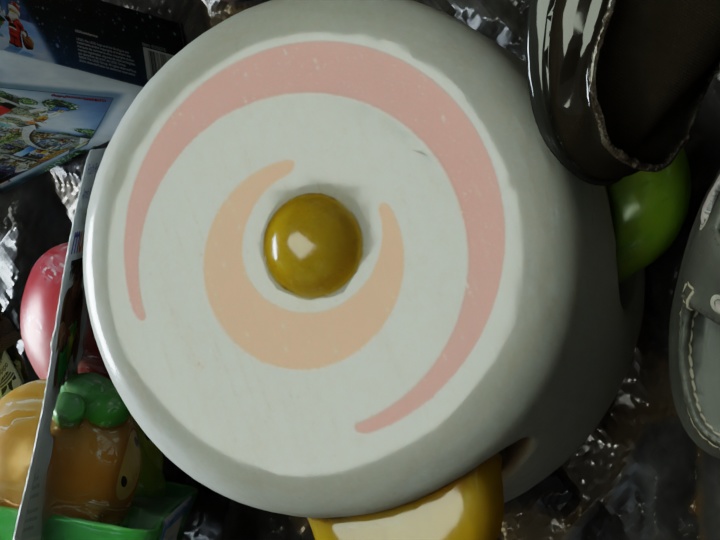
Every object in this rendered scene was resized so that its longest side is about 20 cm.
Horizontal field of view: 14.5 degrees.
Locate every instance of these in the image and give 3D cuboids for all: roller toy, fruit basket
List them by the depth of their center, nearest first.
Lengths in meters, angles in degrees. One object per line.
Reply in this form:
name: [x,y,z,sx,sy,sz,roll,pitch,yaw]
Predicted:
roller toy: [0.000,0.000,1.002,0.182,0.140,0.200,26,93,19]
fruit basket: [-0.101,0.051,1.103,0.094,0.185,0.200,16,93,3]

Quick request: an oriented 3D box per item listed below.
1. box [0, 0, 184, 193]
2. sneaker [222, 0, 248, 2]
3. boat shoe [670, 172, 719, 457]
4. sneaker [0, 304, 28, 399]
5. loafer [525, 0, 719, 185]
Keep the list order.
box: [-0.186,-0.079,1.143,0.136,0.200,0.038,-22,69,35]
sneaker: [-0.028,-0.156,1.101,0.200,0.077,0.112,29,114,58]
boat shoe: [0.149,-0.027,0.949,0.067,0.057,0.200,24,103,16]
sneaker: [-0.169,0.025,1.180,0.075,0.070,0.200,22,136,16]
loafer: [0.116,-0.118,0.913,0.071,0.073,0.200,26,99,42]
